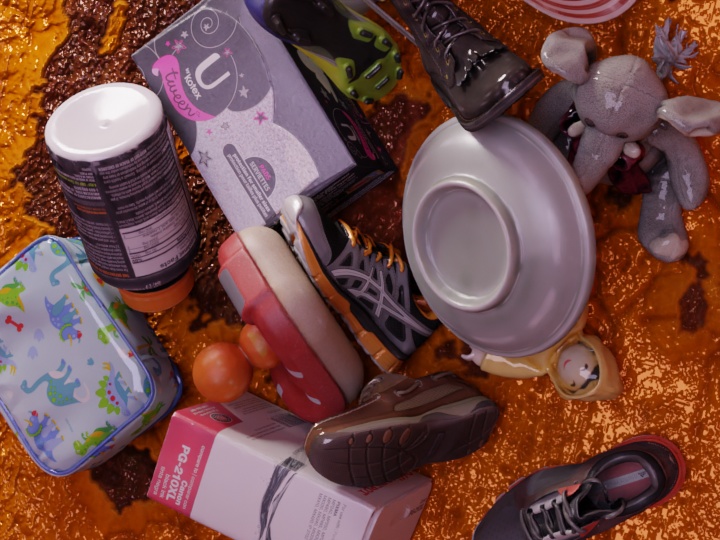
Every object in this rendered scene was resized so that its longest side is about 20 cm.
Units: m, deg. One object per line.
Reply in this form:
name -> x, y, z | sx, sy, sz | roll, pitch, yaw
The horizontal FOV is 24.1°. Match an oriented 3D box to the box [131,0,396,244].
box -> -0.085, -0.137, 1.476 | 0.132, 0.115, 0.201 | -34, 79, 17

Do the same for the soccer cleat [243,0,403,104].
soccer cleat -> -0.030, -0.206, 1.422 | 0.065, 0.200, 0.084 | -47, 54, 9

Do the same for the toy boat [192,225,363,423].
toy boat -> -0.083, 0.065, 1.430 | 0.130, 0.200, 0.131 | -33, 56, -1

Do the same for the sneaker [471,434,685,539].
sneaker -> 0.171, 0.195, 1.402 | 0.199, 0.082, 0.077 | -33, 80, 18

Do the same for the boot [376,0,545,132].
boot -> 0.051, -0.202, 1.311 | 0.069, 0.200, 0.175 | -39, 111, -5

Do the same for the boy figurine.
boy figurine -> 0.138, 0.042, 1.423 | 0.124, 0.064, 0.200 | -46, 72, 14

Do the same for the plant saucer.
plant saucer -> 0.095, -0.024, 1.343 | 0.199, 0.050, 0.202 | 17, 114, 42

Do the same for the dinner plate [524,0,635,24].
dinner plate -> 0.155, -0.291, 1.362 | 0.024, 0.199, 0.202 | -24, 81, 53

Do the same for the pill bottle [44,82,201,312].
pill bottle -> -0.201, -0.056, 1.484 | 0.105, 0.107, 0.201 | 8, 136, 20

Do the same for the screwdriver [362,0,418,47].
screwdriver -> 0.042, -0.202, 1.422 | 0.029, 0.028, 0.200 | -44, 110, 8

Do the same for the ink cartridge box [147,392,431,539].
ink cartridge box -> -0.058, 0.187, 1.454 | 0.199, 0.145, 0.085 | 23, 102, 19

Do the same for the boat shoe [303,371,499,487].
boat shoe -> 0.026, 0.126, 1.407 | 0.072, 0.199, 0.076 | 50, 126, 32

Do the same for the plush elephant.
plush elephant -> 0.204, -0.111, 1.345 | 0.164, 0.155, 0.201 | 26, 100, 18

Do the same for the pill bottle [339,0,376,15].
pill bottle -> 0.034, -0.321, 1.428 | 0.116, 0.116, 0.200 | 46, 105, 14

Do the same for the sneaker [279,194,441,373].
sneaker -> 0.000, 0.000, 1.432 | 0.077, 0.200, 0.078 | -35, 38, 4

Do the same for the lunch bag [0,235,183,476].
lunch bag -> -0.274, 0.079, 1.567 | 0.161, 0.082, 0.201 | -40, 78, 16
